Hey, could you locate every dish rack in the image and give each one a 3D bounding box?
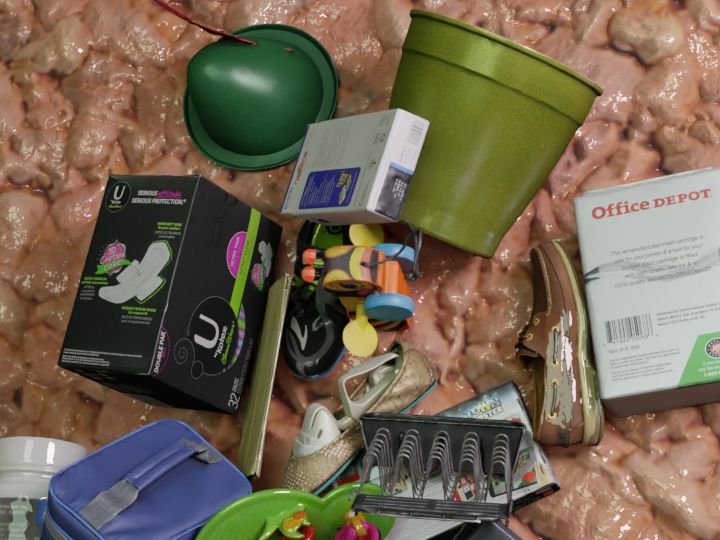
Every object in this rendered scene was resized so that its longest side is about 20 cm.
[{"bbox_3d":[0.066,0.174,1.540,0.153,0.200,0.055,2,99,6],"label":"dish rack"}]

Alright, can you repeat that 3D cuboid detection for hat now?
[{"bbox_3d":[-0.142,-0.209,1.781,0.199,0.176,0.166,2,73,18],"label":"hat"}]

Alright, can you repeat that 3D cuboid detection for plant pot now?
[{"bbox_3d":[0.103,-0.121,1.682,0.200,0.200,0.194,23,93,23],"label":"plant pot"}]

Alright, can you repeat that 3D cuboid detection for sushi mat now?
[{"bbox_3d":[-0.095,0.109,1.716,0.012,0.096,0.201,12,75,-11],"label":"sushi mat"}]

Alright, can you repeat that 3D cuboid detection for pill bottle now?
[{"bbox_3d":[-0.323,0.270,1.719,0.113,0.114,0.201,-2,73,17],"label":"pill bottle"}]

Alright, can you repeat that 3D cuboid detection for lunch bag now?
[{"bbox_3d":[-0.195,0.230,1.644,0.136,0.200,0.133,37,130,23],"label":"lunch bag"}]

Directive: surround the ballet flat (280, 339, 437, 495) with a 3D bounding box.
[{"bbox_3d":[-0.014,0.138,1.664,0.200,0.065,0.070,-42,21,-21],"label":"ballet flat"}]

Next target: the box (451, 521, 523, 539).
[{"bbox_3d":[0.086,0.320,1.554,0.106,0.122,0.200,38,88,2],"label":"box"}]

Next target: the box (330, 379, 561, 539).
[{"bbox_3d":[0.076,0.195,1.659,0.199,0.035,0.110,-25,67,9],"label":"box"}]

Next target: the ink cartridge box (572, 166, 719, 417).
[{"bbox_3d":[0.284,0.021,1.622,0.146,0.083,0.201,-10,71,15],"label":"ink cartridge box"}]

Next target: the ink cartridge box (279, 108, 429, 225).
[{"bbox_3d":[-0.008,-0.094,1.651,0.200,0.039,0.100,3,74,64],"label":"ink cartridge box"}]

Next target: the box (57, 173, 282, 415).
[{"bbox_3d":[-0.183,0.023,1.725,0.124,0.148,0.201,4,73,35],"label":"box"}]

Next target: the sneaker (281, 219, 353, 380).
[{"bbox_3d":[-0.044,0.008,1.732,0.070,0.083,0.200,5,75,19],"label":"sneaker"}]

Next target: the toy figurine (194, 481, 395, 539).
[{"bbox_3d":[-0.037,0.295,1.537,0.199,0.151,0.184,-22,35,-4],"label":"toy figurine"}]

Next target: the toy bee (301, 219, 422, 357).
[{"bbox_3d":[0.000,0.000,1.650,0.108,0.200,0.131,4,49,1],"label":"toy bee"}]

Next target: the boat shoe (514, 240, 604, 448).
[{"bbox_3d":[0.178,0.068,1.639,0.067,0.072,0.201,-6,71,-5],"label":"boat shoe"}]
